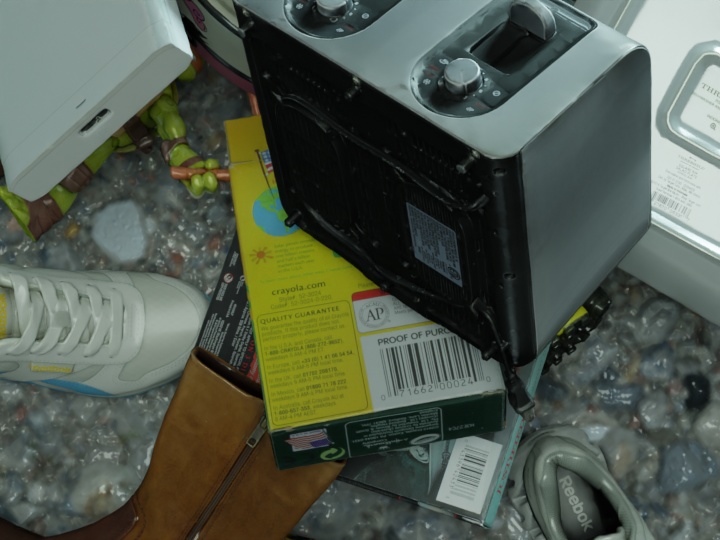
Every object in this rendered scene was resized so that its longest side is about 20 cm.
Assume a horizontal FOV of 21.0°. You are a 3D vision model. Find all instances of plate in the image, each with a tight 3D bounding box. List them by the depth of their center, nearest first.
[{"bbox_3d":[0.194,-0.085,1.057,0.198,0.032,0.201,29,87,3],"label":"plate"}]

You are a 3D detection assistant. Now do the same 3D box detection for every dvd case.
[{"bbox_3d":[0.003,0.048,1.098,0.198,0.022,0.147,15,79,22],"label":"dvd case"}]

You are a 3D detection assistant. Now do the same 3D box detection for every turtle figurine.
[{"bbox_3d":[-0.155,-0.102,1.156,0.161,0.064,0.201,-34,78,-4],"label":"turtle figurine"}]

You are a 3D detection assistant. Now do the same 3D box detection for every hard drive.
[{"bbox_3d":[-0.166,-0.154,1.105,0.132,0.026,0.201,-38,49,23],"label":"hard drive"}]

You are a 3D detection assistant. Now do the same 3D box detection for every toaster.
[{"bbox_3d":[0.044,-0.062,0.962,0.180,0.201,0.119,34,64,30],"label":"toaster"}]

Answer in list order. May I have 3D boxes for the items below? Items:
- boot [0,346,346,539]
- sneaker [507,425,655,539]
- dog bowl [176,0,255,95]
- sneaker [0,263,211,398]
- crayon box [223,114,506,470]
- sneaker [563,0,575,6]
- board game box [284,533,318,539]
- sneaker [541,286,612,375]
[{"bbox_3d":[-0.130,0.129,1.084,0.187,0.068,0.201,32,116,5],"label":"boot"},{"bbox_3d":[0.151,0.182,1.121,0.075,0.081,0.201,-33,87,-5],"label":"sneaker"},{"bbox_3d":[-0.026,-0.180,1.127,0.198,0.074,0.202,8,61,-14],"label":"dog bowl"},{"bbox_3d":[-0.183,0.034,1.135,0.198,0.081,0.077,0,83,-2],"label":"sneaker"},{"bbox_3d":[0.000,0.000,1.057,0.126,0.051,0.202,-9,59,-1],"label":"crayon box"},{"bbox_3d":[0.066,-0.086,1.161,0.200,0.075,0.106,-46,54,11],"label":"sneaker"},{"bbox_3d":[0.008,0.266,1.124,0.164,0.057,0.202,12,84,-1],"label":"board game box"},{"bbox_3d":[0.047,0.052,1.144,0.199,0.078,0.085,-36,74,-9],"label":"sneaker"}]
